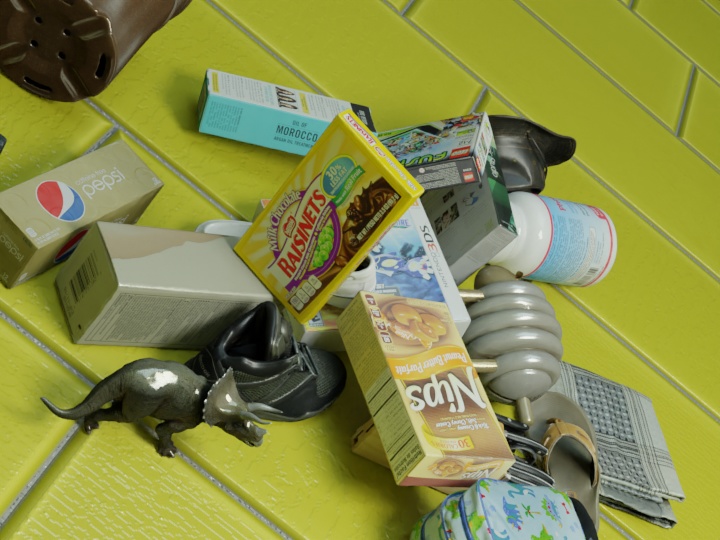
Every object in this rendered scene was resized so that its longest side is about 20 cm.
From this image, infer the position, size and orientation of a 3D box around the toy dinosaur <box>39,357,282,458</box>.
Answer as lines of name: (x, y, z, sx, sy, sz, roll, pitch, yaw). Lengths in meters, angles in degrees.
toy dinosaur: (-0.179, 0.108, 1.209, 0.199, 0.102, 0.077, 22, 39, -29)

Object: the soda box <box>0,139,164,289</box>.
soda box: (-0.278, -0.057, 1.323, 0.068, 0.064, 0.200, 46, 35, 5)

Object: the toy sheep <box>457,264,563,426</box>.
toy sheep: (0.164, 0.084, 1.560, 0.137, 0.138, 0.201, 13, 58, -36)

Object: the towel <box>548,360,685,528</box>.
towel: (0.293, 0.197, 1.642, 0.192, 0.035, 0.201, 24, 39, -26)

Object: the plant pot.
plant pot: (-0.294, -0.295, 1.466, 0.200, 0.200, 0.199, 34, 43, -12)

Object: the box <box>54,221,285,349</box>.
box: (-0.176, 0.018, 1.318, 0.199, 0.095, 0.078, 6, 48, -43)

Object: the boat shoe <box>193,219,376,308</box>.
boat shoe: (-0.078, -0.022, 1.422, 0.199, 0.065, 0.074, 13, 53, 3)

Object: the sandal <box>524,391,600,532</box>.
sandal: (0.225, 0.210, 1.518, 0.080, 0.054, 0.201, -2, 47, 1)

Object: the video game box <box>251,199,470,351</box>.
video game box: (0.000, 0.000, 1.509, 0.199, 0.047, 0.183, -3, 51, -26)

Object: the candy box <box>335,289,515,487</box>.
candy box: (0.062, 0.117, 1.366, 0.115, 0.055, 0.200, 8, 44, -36)

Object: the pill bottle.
pill bottle: (0.227, -0.042, 1.768, 0.199, 0.109, 0.109, 8, 47, -40)

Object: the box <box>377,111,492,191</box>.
box: (0.050, -0.128, 1.624, 0.110, 0.199, 0.035, -71, 146, -54)

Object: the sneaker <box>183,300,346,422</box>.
sneaker: (-0.071, 0.088, 1.331, 0.199, 0.114, 0.076, 6, 50, -43)

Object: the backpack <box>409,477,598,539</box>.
backpack: (0.142, 0.276, 1.332, 0.199, 0.154, 0.164, 8, 52, -21)

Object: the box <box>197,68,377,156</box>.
box: (-0.085, -0.174, 1.593, 0.199, 0.049, 0.082, 12, 27, -14)

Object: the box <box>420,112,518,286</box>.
box: (0.112, -0.076, 1.659, 0.036, 0.144, 0.201, 27, 37, -33)

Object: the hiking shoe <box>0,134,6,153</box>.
hiking shoe: (-0.391, -0.079, 1.239, 0.086, 0.075, 0.200, 27, 27, -9)

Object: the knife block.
knife block: (0.108, 0.198, 1.430, 0.176, 0.064, 0.200, 52, 35, 15)

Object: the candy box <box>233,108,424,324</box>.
candy box: (-0.033, -0.046, 1.271, 0.102, 0.200, 0.026, 49, 39, 9)

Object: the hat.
hat: (0.179, -0.127, 1.789, 0.200, 0.200, 0.081, 13, 71, -36)
